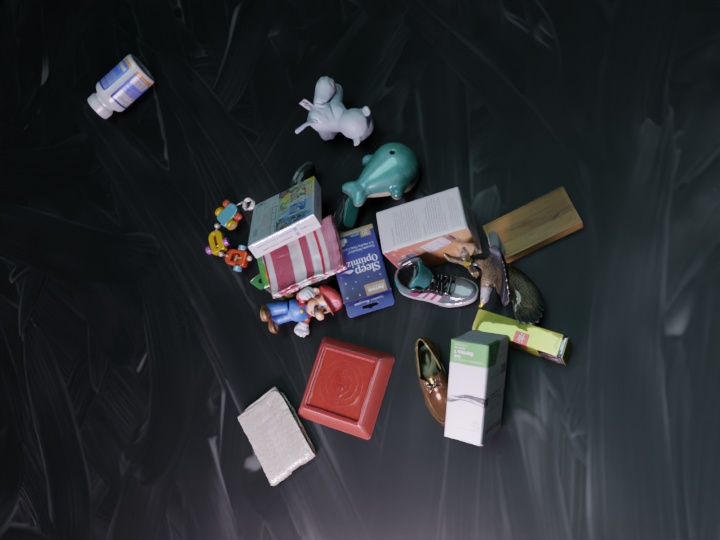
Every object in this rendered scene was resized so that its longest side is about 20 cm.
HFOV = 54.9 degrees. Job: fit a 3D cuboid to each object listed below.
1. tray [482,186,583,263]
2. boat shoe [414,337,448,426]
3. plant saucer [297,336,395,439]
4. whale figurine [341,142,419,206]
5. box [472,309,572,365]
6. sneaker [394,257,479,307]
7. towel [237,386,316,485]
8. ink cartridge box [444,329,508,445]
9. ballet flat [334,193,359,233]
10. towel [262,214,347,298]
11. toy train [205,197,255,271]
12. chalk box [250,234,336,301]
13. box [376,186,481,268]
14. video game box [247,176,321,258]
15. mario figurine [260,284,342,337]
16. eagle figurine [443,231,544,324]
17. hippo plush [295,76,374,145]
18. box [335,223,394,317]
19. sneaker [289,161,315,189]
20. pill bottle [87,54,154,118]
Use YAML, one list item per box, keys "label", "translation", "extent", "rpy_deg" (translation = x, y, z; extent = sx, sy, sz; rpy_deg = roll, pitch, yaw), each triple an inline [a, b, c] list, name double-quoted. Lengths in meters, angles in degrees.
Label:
- label: "tray"
  translation: [0.386, -0.099, 1.562]
  extent: [0.199, 0.037, 0.099]
  rpy_deg: [-26, 63, 12]
- label: "boat shoe"
  translation: [0.157, 0.244, 1.515]
  extent: [0.072, 0.068, 0.201]
  rpy_deg: [-25, 64, 11]
- label: "plant saucer"
  translation: [-0.040, 0.266, 1.612]
  extent: [0.199, 0.037, 0.201]
  rpy_deg: [12, 77, 26]
- label: "whale figurine"
  translation: [0.051, -0.238, 1.695]
  extent: [0.199, 0.104, 0.159]
  rpy_deg: [-29, 60, -14]
- label: "box"
  translation: [0.342, 0.140, 1.471]
  extent: [0.199, 0.075, 0.050]
  rpy_deg: [18, 79, 27]
- label: "sneaker"
  translation: [0.162, 0.024, 1.564]
  extent: [0.198, 0.121, 0.084]
  rpy_deg: [6, 73, 25]
- label: "towel"
  translation: [-0.200, 0.389, 1.637]
  extent: [0.132, 0.034, 0.201]
  rpy_deg: [-38, 62, 8]
- label: "ink cartridge box"
  translation: [0.237, 0.233, 1.406]
  extent: [0.084, 0.146, 0.202]
  rpy_deg: [7, 96, 27]
- label: "ballet flat"
  translation: [-0.048, -0.100, 1.739]
  extent: [0.073, 0.073, 0.202]
  rpy_deg: [10, 81, 26]
- label: "towel"
  translation: [-0.136, -0.032, 1.631]
  extent: [0.199, 0.023, 0.145]
  rpy_deg: [-23, 64, 14]
- label: "toy train"
  translation: [-0.335, -0.093, 1.864]
  extent: [0.149, 0.056, 0.202]
  rpy_deg: [2, 75, 23]
- label: "chalk box"
  translation: [-0.179, -0.012, 1.723]
  extent: [0.199, 0.125, 0.125]
  rpy_deg: [-22, 64, 13]
- label: "box"
  translation: [0.159, -0.087, 1.588]
  extent: [0.199, 0.152, 0.107]
  rpy_deg: [-17, 65, 18]
- label: "video game box"
  translation: [-0.181, -0.133, 1.691]
  extent: [0.181, 0.047, 0.201]
  rpy_deg: [-27, 32, 14]
- label: "mario figurine"
  translation: [-0.137, 0.101, 1.655]
  extent: [0.198, 0.123, 0.107]
  rpy_deg: [-18, 83, 12]
- label: "eagle figurine"
  translation: [0.295, 0.017, 1.471]
  extent: [0.151, 0.152, 0.200]
  rpy_deg: [-20, 28, -29]
- label: "hippo plush"
  translation: [-0.044, -0.409, 1.785]
  extent: [0.160, 0.200, 0.161]
  rpy_deg: [14, 99, 19]
- label: "box"
  translation: [0.000, 0.000, 1.658]
  extent: [0.120, 0.032, 0.202]
  rpy_deg: [-17, 79, 2]
- label: "sneaker"
  translation: [-0.150, -0.183, 1.812]
  extent: [0.081, 0.073, 0.202]
  rpy_deg: [19, 89, 19]
- label: "pill bottle"
  translation: [-0.760, -0.576, 2.190]
  extent: [0.200, 0.112, 0.112]
  rpy_deg: [-39, 61, 6]
